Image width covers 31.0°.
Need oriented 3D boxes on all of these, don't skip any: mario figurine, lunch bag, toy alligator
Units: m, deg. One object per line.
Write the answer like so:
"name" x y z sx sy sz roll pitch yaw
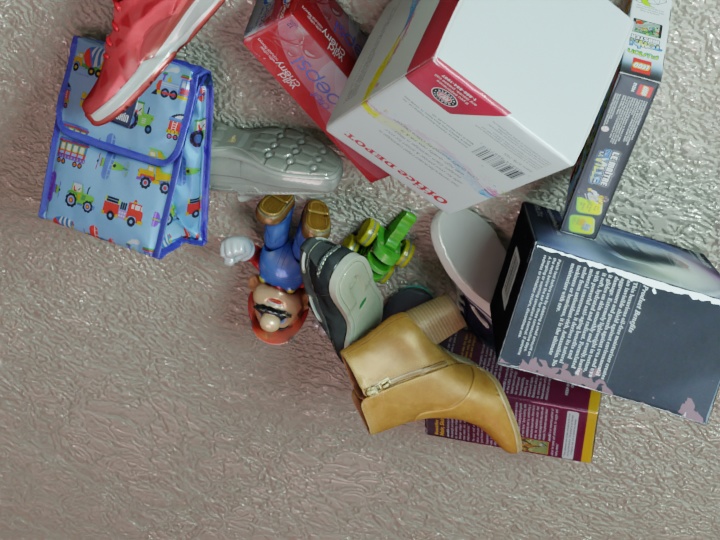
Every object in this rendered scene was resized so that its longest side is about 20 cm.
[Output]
"mario figurine" -0.086 0.015 1.421 0.124 0.105 0.201 46 145 29
"lunch bag" -0.222 -0.134 1.281 0.149 0.094 0.203 17 108 22
"toy alligator" 0.000 0.000 1.415 0.059 0.055 0.200 31 141 -16

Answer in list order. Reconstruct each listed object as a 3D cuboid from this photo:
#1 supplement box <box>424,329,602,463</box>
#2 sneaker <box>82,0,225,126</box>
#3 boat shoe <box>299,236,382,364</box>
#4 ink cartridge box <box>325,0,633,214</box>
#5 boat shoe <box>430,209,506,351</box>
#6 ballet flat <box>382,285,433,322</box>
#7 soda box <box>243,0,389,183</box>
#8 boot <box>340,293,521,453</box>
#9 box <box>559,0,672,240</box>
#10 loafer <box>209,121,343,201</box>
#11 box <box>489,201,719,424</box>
"supplement box" 0.177 0.142 1.494 0.197 0.086 0.111 9 142 11
"sneaker" -0.210 -0.234 1.172 0.115 0.079 0.200 42 104 -14
"boat shoe" -0.021 0.035 1.376 0.067 0.072 0.201 25 154 24
"ink cartridge box" 0.092 -0.159 1.066 0.144 0.146 0.199 33 158 -18
"boat shoe" 0.122 0.017 1.378 0.200 0.075 0.092 49 151 -20
"ballet flat" 0.037 0.096 1.509 0.072 0.074 0.201 22 142 -6
"soda box" -0.017 -0.175 1.197 0.069 0.064 0.200 -17 131 38
"boot" 0.072 0.139 1.375 0.203 0.143 0.071 61 172 -12
"box" 0.218 -0.132 1.115 0.034 0.111 0.201 15 142 3
"loafer" -0.107 -0.105 1.318 0.198 0.070 0.070 13 138 22
"box" 0.233 0.032 1.220 0.196 0.200 0.125 17 104 -1
